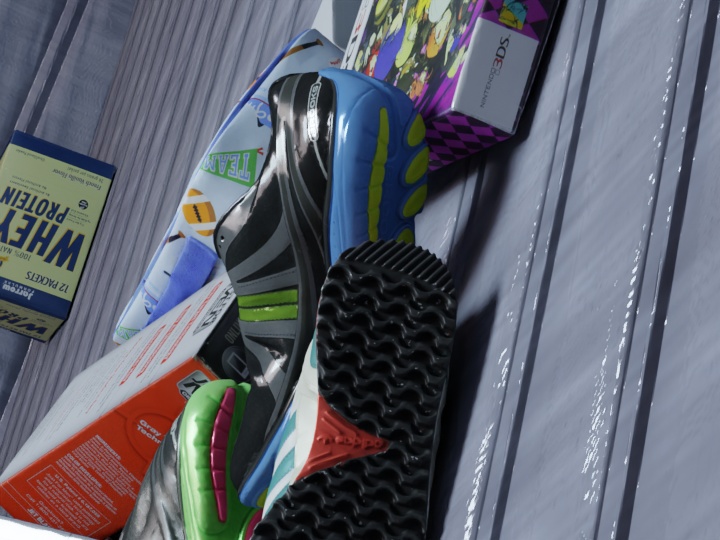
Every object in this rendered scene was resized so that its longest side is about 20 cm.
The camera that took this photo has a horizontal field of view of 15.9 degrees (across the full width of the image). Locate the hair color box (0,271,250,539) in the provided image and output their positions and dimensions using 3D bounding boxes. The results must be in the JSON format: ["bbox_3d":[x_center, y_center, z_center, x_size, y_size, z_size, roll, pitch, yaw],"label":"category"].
[{"bbox_3d":[-0.099,0.069,1.327,0.200,0.061,0.102,-34,16,45],"label":"hair color box"}]

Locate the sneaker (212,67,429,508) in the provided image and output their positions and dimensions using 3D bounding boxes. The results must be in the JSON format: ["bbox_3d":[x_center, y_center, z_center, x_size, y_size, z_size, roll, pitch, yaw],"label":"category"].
[{"bbox_3d":[-0.024,0.007,1.121,0.082,0.071,0.201,24,113,36],"label":"sneaker"}]

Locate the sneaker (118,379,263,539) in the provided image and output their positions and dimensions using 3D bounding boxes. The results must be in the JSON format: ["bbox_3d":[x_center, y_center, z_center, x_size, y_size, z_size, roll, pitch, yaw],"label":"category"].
[{"bbox_3d":[-0.075,0.153,1.193,0.084,0.076,0.201,-30,44,61],"label":"sneaker"}]

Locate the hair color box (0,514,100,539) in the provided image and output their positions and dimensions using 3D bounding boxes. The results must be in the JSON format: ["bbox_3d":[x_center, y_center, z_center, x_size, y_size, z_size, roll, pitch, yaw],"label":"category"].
[{"bbox_3d":[-0.156,0.183,1.300,0.060,0.199,0.101,35,-111,-55],"label":"hair color box"}]

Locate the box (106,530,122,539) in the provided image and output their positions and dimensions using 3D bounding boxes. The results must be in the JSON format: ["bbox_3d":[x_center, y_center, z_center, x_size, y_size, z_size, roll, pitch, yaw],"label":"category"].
[{"bbox_3d":[-0.131,0.234,1.392,0.100,0.075,0.201,172,115,-78],"label":"box"}]

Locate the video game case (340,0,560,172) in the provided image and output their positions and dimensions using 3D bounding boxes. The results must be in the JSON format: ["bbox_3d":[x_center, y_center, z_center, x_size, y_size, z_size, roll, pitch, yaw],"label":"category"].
[{"bbox_3d":[0.045,-0.132,1.177,0.200,0.036,0.182,-18,52,70],"label":"video game case"}]

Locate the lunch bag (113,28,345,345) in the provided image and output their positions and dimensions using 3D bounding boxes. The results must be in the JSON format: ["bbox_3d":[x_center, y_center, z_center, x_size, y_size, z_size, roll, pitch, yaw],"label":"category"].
[{"bbox_3d":[-0.062,-0.026,1.405,0.161,0.075,0.200,-57,-2,-38],"label":"lunch bag"}]

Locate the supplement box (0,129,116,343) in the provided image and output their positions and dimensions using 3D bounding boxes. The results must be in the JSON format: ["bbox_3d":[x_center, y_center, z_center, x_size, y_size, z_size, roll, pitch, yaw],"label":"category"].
[{"bbox_3d":[-0.407,-0.039,3.177,0.200,0.134,0.201,143,145,-72],"label":"supplement box"}]

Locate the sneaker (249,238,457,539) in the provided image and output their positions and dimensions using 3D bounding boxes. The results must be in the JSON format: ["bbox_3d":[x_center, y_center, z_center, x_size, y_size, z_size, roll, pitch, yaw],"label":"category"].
[{"bbox_3d":[-0.003,0.093,1.034,0.093,0.070,0.201,85,-162,-70],"label":"sneaker"}]

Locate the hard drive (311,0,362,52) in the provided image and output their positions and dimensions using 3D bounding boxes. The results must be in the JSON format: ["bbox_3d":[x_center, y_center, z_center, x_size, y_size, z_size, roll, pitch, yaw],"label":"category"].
[{"bbox_3d":[-0.042,-0.071,1.612,0.132,0.027,0.201,-93,23,-65],"label":"hard drive"}]
